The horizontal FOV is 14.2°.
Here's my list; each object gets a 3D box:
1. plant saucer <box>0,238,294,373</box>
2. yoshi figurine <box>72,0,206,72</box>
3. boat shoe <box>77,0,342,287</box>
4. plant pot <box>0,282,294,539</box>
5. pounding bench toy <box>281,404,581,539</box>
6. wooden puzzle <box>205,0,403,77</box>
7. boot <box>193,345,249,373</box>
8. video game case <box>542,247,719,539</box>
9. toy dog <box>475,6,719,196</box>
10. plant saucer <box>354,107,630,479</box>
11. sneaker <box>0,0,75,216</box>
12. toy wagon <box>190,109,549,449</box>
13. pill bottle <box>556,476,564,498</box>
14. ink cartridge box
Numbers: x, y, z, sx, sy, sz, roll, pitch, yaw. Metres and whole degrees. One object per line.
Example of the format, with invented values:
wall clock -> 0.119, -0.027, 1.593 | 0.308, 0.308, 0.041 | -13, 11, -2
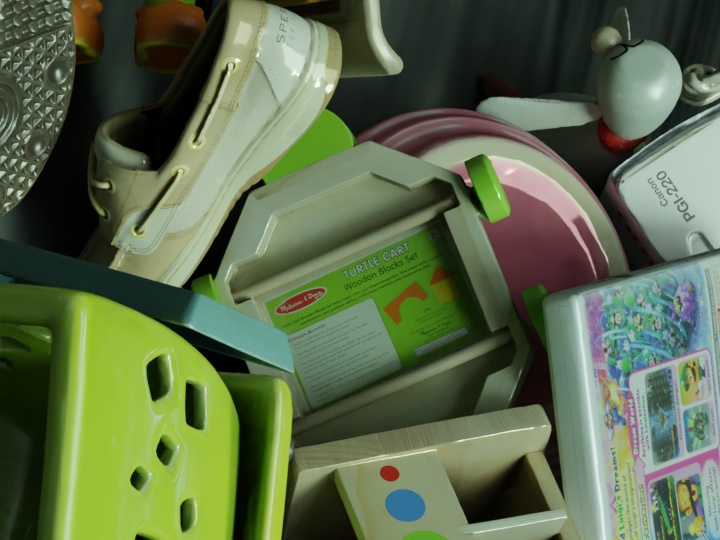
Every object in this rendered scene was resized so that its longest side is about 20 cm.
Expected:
plant saucer -> -0.114, 0.009, 1.257 | 0.070, 0.200, 0.019 | 25, 83, -45
yoshi figurine -> -0.108, -0.199, 1.341 | 0.112, 0.112, 0.200 | 14, 76, -40
boat shoe -> -0.091, -0.049, 1.325 | 0.069, 0.200, 0.074 | 29, 25, -25
plant pot -> -0.143, 0.117, 1.232 | 0.181, 0.200, 0.199 | 17, 76, -52
pounding bench toy -> 0.036, 0.191, 1.323 | 0.124, 0.200, 0.156 | -9, 52, -19
wooden puzzle -> -0.043, -0.188, 1.365 | 0.037, 0.185, 0.200 | -12, 97, -23
boot -> -0.022, 0.075, 1.454 | 0.200, 0.073, 0.151 | 40, 61, -31
video game case -> 0.153, 0.097, 1.383 | 0.182, 0.024, 0.200 | -13, 98, -53
toy dog -> 0.112, -0.091, 1.540 | 0.132, 0.200, 0.096 | -30, 79, -41
plant saucer -> 0.059, 0.012, 1.434 | 0.200, 0.051, 0.201 | 9, 71, -28
sneaker -> -0.174, -0.122, 1.300 | 0.070, 0.075, 0.200 | -13, 121, -47
toy wagon -> 0.000, 0.000, 1.359 | 0.040, 0.155, 0.200 | 44, 23, -77
pill bottle -> 0.153, 0.180, 1.518 | 0.200, 0.113, 0.114 | 37, 62, -60
ink cartridge box -> 0.196, 0.005, 1.566 | 0.085, 0.200, 0.146 | -33, 82, -4
